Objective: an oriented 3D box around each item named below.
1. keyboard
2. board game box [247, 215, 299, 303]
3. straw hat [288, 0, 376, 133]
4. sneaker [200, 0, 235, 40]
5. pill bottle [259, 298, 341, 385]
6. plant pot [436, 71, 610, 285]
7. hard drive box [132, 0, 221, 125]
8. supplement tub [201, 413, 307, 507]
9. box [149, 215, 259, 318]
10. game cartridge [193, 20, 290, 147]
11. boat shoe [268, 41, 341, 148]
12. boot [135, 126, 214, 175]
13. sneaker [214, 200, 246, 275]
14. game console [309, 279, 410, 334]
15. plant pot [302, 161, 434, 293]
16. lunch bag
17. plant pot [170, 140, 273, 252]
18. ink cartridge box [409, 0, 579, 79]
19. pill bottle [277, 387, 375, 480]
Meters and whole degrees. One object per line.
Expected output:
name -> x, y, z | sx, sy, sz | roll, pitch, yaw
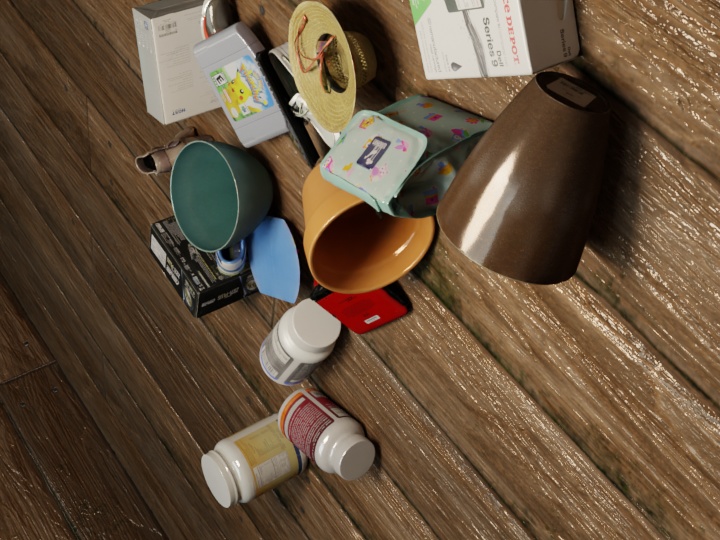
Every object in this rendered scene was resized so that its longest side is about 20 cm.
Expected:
keyboard -> -0.119, -0.268, 1.720 | 0.127, 0.020, 0.202 | -74, -40, -71
board game box -> -0.152, -0.028, 1.997 | 0.199, 0.039, 0.160 | 13, 112, 55
straw hat -> -0.024, -0.309, 1.540 | 0.201, 0.084, 0.203 | 40, 138, 47
sneaker -> -0.221, -0.393, 1.843 | 0.081, 0.077, 0.202 | 11, 126, 29
pill bottle -> -0.112, 0.133, 1.966 | 0.115, 0.113, 0.200 | 60, 150, 11
plant pot -> 0.208, -0.121, 1.223 | 0.187, 0.185, 0.202 | 45, 130, 33
hard drive box -> -0.316, -0.386, 1.897 | 0.077, 0.155, 0.202 | 35, 137, 43
supplement tub -> -0.229, 0.411, 2.267 | 0.144, 0.198, 0.146 | 38, 140, 40
box -> -0.313, -0.027, 2.136 | 0.201, 0.162, 0.087 | 51, 147, 24
game cartridge -> -0.194, -0.318, 1.799 | 0.132, 0.040, 0.202 | -16, 110, 37
boat shoe -> -0.086, -0.273, 1.686 | 0.202, 0.066, 0.074 | 61, 150, 10
boot -> -0.389, -0.237, 2.130 | 0.199, 0.145, 0.071 | 2, 114, 59
sneaker -> -0.254, -0.094, 2.039 | 0.082, 0.073, 0.203 | 153, 110, -85
game console -> 0.000, 0.000, 1.786 | 0.172, 0.119, 0.200 | 38, 154, -12
plant pot -> -0.005, -0.085, 1.577 | 0.202, 0.197, 0.141 | 101, 152, -45
lunch bag -> 0.064, -0.144, 1.393 | 0.170, 0.198, 0.123 | 33, 137, 46
plant pot -> -0.240, -0.145, 1.940 | 0.199, 0.134, 0.203 | 13, 109, 42
ink cartridge box -> 0.153, -0.311, 1.246 | 0.199, 0.083, 0.148 | 11, 120, 55
pill bottle -> -0.064, 0.316, 2.016 | 0.199, 0.112, 0.114 | 32, 136, 46
